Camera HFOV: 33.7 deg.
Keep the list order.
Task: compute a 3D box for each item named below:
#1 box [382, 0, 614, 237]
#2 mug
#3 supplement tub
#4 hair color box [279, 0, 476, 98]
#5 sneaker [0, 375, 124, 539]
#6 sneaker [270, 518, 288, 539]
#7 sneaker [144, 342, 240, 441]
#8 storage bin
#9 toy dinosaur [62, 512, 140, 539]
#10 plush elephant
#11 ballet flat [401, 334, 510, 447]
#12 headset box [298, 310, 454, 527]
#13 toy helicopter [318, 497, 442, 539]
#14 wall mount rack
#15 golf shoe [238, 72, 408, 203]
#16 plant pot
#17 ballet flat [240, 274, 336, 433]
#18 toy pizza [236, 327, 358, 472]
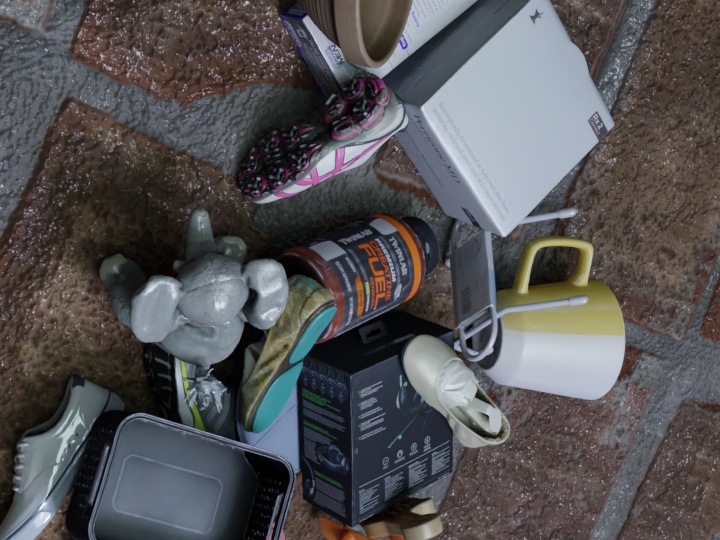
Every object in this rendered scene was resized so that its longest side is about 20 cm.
[{"bbox_3d":[0.148,-0.185,1.349,0.200,0.130,0.200,-44,121,-12],"label":"box"},{"bbox_3d":[0.221,0.066,1.477,0.151,0.149,0.189,2,72,-22],"label":"mug"},{"bbox_3d":[0.000,0.000,1.317,0.199,0.106,0.108,-25,117,-42],"label":"supplement tub"},{"bbox_3d":[0.023,-0.285,1.287,0.200,0.065,0.110,-41,121,-16],"label":"hair color box"},{"bbox_3d":[-0.328,0.200,1.230,0.071,0.073,0.201,37,79,-17],"label":"sneaker"},{"bbox_3d":[-0.106,0.335,1.388,0.200,0.074,0.087,41,81,-32],"label":"sneaker"},{"bbox_3d":[-0.177,0.131,1.297,0.080,0.074,0.202,-28,123,-31],"label":"sneaker"},{"bbox_3d":[-0.181,0.230,1.204,0.198,0.093,0.137,21,76,-24],"label":"storage bin"},{"bbox_3d":[-0.255,0.308,1.255,0.085,0.135,0.203,-2,105,-29],"label":"toy dinosaur"},{"bbox_3d":[-0.158,0.017,1.173,0.163,0.202,0.156,-4,145,-24],"label":"plush elephant"},{"bbox_3d":[0.115,0.140,1.347,0.070,0.069,0.200,-48,134,-9],"label":"ballet flat"},{"bbox_3d":[0.020,0.160,1.370,0.173,0.092,0.203,-20,118,-41],"label":"headset box"},{"bbox_3d":[0.033,0.296,1.389,0.131,0.200,0.080,-16,88,-21],"label":"toy helicopter"},{"bbox_3d":[0.171,0.008,1.374,0.074,0.173,0.202,19,53,-32],"label":"wall mount rack"},{"bbox_3d":[-0.037,-0.123,1.264,0.199,0.073,0.092,-30,147,18],"label":"golf shoe"},{"bbox_3d":[-0.010,-0.306,1.155,0.201,0.091,0.204,13,90,-74],"label":"plant pot"},{"bbox_3d":[-0.087,0.084,1.244,0.070,0.071,0.201,5,131,-31],"label":"ballet flat"},{"bbox_3d":[-0.069,0.134,1.361,0.199,0.032,0.203,-19,117,-41],"label":"toy pizza"}]
